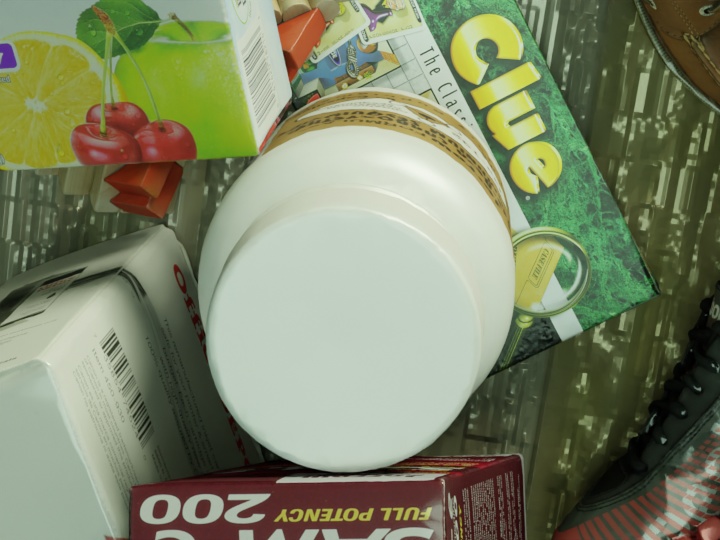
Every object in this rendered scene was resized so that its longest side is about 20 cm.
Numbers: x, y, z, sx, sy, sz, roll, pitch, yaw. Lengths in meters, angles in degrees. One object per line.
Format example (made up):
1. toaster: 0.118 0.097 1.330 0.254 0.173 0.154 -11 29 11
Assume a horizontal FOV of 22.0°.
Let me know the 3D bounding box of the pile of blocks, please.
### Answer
1. pile of blocks: -0.060 -0.086 0.721 0.082 0.062 0.200 19 127 -38

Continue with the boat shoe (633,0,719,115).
1. boat shoe: 0.136 -0.124 0.735 0.072 0.068 0.200 -38 100 9

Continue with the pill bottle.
1. pill bottle: 0.000 0.000 0.683 0.114 0.200 0.114 1 103 3

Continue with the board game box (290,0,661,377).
1. board game box: 0.037 -0.056 0.782 0.105 0.023 0.200 -27 101 7

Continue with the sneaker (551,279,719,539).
1. sneaker: 0.154 0.059 0.777 0.200 0.071 0.098 -35 99 9

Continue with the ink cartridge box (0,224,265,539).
1. ink cartridge box: -0.107 0.081 0.732 0.083 0.200 0.147 -18 101 11

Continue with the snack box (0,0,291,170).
1. snack box: -0.114 -0.134 0.646 0.142 0.053 0.200 -2 119 16

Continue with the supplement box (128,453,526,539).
1. supplement box: -0.003 0.101 0.682 0.109 0.200 0.061 -3 87 11
